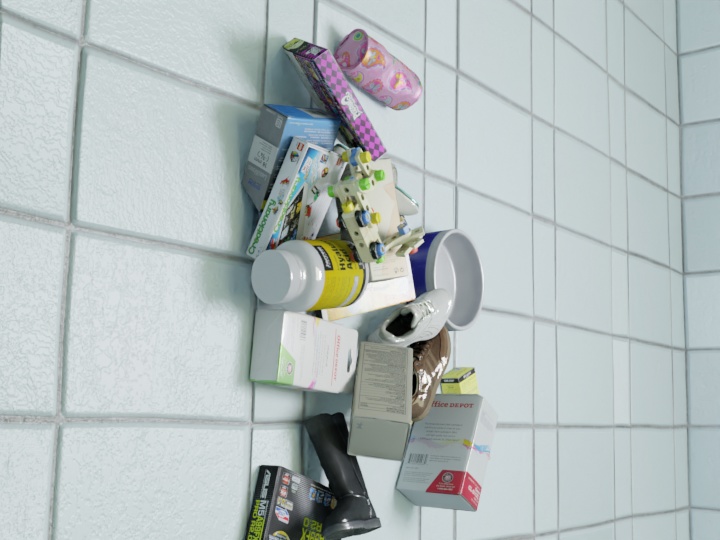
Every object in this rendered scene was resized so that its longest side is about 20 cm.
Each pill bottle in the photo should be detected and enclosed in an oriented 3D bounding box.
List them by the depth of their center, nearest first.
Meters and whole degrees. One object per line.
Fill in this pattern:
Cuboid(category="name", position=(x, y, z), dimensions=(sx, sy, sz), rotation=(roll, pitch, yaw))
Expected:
Cuboid(category="pill bottle", position=(-0.081, 0.008, 1.567), dimensions=(0.198, 0.109, 0.114), rotation=(-4, 89, -56))

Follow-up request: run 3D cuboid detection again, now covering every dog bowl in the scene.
Cuboid(category="dog bowl", position=(0.170, 0.021, 1.993), dimensions=(0.198, 0.078, 0.205), rotation=(10, 78, -53))

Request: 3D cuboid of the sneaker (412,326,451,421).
Cuboid(category="sneaker", position=(0.115, 0.177, 1.849), dimensions=(0.075, 0.069, 0.203), rotation=(40, 54, -37))

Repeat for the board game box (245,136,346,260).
Cuboid(category="board game box", position=(-0.100, -0.105, 1.590), dimensions=(0.125, 0.034, 0.203), rotation=(11, 105, -59))

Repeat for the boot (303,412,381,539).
Cuboid(category="boot", position=(-0.043, 0.330, 1.610), dimensions=(0.165, 0.065, 0.204), rotation=(30, 39, -67))

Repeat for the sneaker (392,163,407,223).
Cuboid(category="sneaker", position=(0.056, -0.101, 1.847), dimensions=(0.077, 0.081, 0.205), rotation=(18, 71, -51))

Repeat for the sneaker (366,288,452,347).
Cuboid(category="sneaker", position=(0.104, 0.090, 1.821), dimensions=(0.199, 0.100, 0.078), rotation=(-36, 76, -27))

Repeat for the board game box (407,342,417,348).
Cuboid(category="board game box", position=(0.075, 0.208, 1.878), dimensions=(0.137, 0.034, 0.202), rotation=(59, 44, -32))

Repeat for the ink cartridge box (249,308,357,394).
Cuboid(category="ink cartridge box", position=(-0.090, 0.138, 1.631), dimensions=(0.198, 0.066, 0.120), rotation=(20, 71, -51))

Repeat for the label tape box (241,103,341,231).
Cuboid(category="label tape box", position=(-0.121, -0.162, 1.610), dimensions=(0.143, 0.063, 0.204), rotation=(-7, 120, -54))

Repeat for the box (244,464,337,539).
Cuboid(category="box", position=(-0.103, 0.421, 1.600), dimensions=(0.199, 0.044, 0.163), rotation=(37, 56, -46))

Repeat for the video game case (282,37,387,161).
Cuboid(category="video game case", position=(-0.045, -0.289, 1.655), dimensions=(0.036, 0.181, 0.202), rotation=(-36, 117, -6))

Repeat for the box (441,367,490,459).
Cuboid(category="box", position=(0.219, 0.308, 2.052), dimensions=(0.075, 0.049, 0.205), rotation=(-23, 104, -52))

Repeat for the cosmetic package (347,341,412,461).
Cuboid(category="cosmetic package", position=(0.035, 0.221, 1.689), dimensions=(0.201, 0.101, 0.089), rotation=(-81, 180, -57))

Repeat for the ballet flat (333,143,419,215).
Cuboid(category="ballet flat", position=(0.013, -0.144, 1.768), dimensions=(0.199, 0.069, 0.070), rotation=(36, 53, -9))

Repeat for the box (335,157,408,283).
Cuboid(category="box", position=(0.015, -0.082, 1.680), dimensions=(0.076, 0.094, 0.205), rotation=(-7, 88, -28))

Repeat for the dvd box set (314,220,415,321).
Cuboid(category="dvd box set", position=(0.000, 0.000, 1.739), dimensions=(0.197, 0.029, 0.150), rotation=(-12, 95, -30))

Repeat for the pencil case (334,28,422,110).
Cuboid(category="pencil case", position=(0.035, -0.374, 1.854), dimensions=(0.199, 0.086, 0.089), rotation=(24, 67, -51))

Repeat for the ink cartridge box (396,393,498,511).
Cuboid(category="ink cartridge box", position=(0.170, 0.347, 1.899), dimensions=(0.083, 0.143, 0.203), rotation=(47, 51, -41))

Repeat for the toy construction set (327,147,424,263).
Cuboid(category="toy construction set", position=(0.019, -0.090, 1.587), dimensions=(0.201, 0.091, 0.132), rotation=(52, 36, -19))
